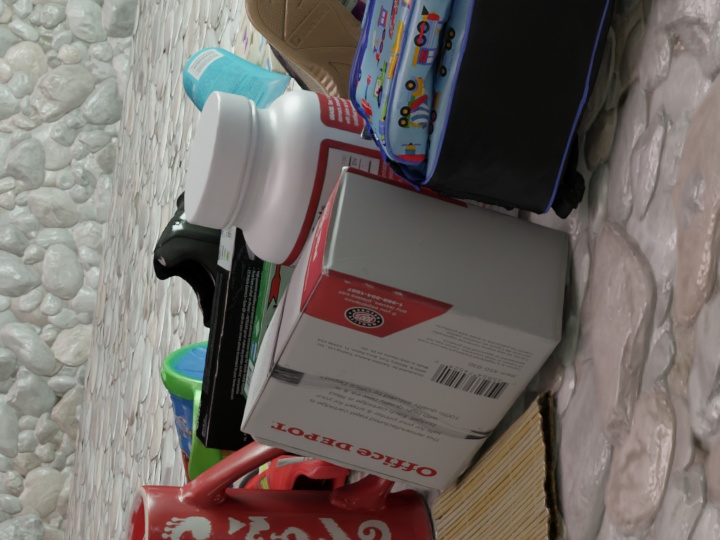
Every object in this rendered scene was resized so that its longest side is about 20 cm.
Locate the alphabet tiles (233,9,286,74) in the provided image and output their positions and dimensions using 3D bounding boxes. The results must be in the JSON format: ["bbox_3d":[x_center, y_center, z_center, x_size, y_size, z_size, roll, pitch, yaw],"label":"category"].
[{"bbox_3d":[-0.093,-0.113,1.446,0.196,0.015,0.201,-99,22,-44],"label":"alphabet tiles"}]

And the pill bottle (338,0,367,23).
[{"bbox_3d":[0.004,-0.210,1.339,0.200,0.112,0.113,132,142,-65],"label":"pill bottle"}]

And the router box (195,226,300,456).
[{"bbox_3d":[-0.035,0.037,1.304,0.051,0.148,0.201,-155,73,-73],"label":"router box"}]

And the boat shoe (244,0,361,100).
[{"bbox_3d":[-0.002,-0.136,1.260,0.072,0.200,0.065,-47,-4,1],"label":"boat shoe"}]

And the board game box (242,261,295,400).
[{"bbox_3d":[0.000,0.000,1.218,0.029,0.134,0.201,-131,49,-71],"label":"board game box"}]

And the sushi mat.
[{"bbox_3d":[0.080,0.154,1.088,0.200,0.012,0.096,123,149,-59],"label":"sushi mat"}]

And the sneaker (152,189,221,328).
[{"bbox_3d":[-0.075,0.024,1.359,0.091,0.199,0.076,-58,2,-36],"label":"sneaker"}]

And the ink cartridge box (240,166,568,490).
[{"bbox_3d":[0.023,0.041,1.077,0.200,0.146,0.083,120,164,-53],"label":"ink cartridge box"}]

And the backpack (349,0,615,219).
[{"bbox_3d":[0.068,-0.148,1.039,0.200,0.134,0.184,-111,32,-65],"label":"backpack"}]

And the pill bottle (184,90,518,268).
[{"bbox_3d":[-0.007,-0.052,1.127,0.112,0.199,0.113,-168,90,-75],"label":"pill bottle"}]

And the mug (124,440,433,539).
[{"bbox_3d":[-0.061,0.192,1.236,0.133,0.199,0.179,148,127,-71],"label":"mug"}]

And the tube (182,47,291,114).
[{"bbox_3d":[-0.095,-0.132,1.352,0.078,0.050,0.200,-67,20,9],"label":"tube"}]

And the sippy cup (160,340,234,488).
[{"bbox_3d":[-0.110,0.142,1.595,0.139,0.177,0.131,17,114,46],"label":"sippy cup"}]

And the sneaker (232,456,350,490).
[{"bbox_3d":[-0.057,0.189,1.469,0.200,0.077,0.085,114,150,-51],"label":"sneaker"}]
